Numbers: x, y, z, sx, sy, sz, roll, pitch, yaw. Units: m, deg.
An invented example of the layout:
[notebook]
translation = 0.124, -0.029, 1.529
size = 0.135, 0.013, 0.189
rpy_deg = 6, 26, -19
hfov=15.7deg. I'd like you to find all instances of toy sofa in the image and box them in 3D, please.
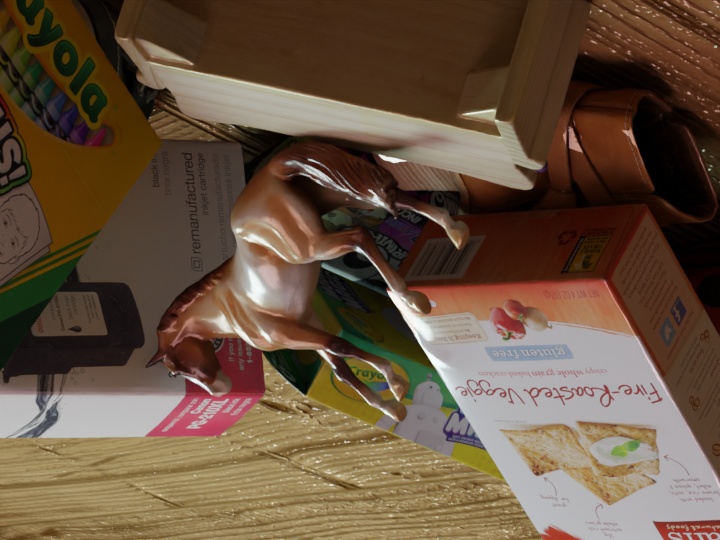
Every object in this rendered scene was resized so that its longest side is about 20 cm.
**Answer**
[toy sofa]
translation = -0.002, -0.107, 1.187
size = 0.199, 0.083, 0.098
rpy_deg = 13, 167, 17

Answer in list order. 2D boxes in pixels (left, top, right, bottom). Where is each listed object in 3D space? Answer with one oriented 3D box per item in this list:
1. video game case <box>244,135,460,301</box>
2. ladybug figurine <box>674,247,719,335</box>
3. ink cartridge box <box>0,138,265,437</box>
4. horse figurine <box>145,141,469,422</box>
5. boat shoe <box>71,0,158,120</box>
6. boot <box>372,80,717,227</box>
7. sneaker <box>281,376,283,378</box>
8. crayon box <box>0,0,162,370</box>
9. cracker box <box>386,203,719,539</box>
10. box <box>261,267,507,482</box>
[video game case]
translation = 0.000, 0.000, 1.506
size = 0.199, 0.036, 0.181
rpy_deg = 29, 142, -29
[ladybug figurine]
translation = 0.173, 0.032, 1.401
size = 0.135, 0.072, 0.199
rpy_deg = -24, -169, -38
[ink cartridge box]
translation = -0.161, 0.008, 1.378
size = 0.199, 0.146, 0.084
rpy_deg = 1, 160, -23
[horse figurine]
translation = -0.024, 0.001, 1.266
size = 0.132, 0.050, 0.201
rpy_deg = 28, 137, 10
[boat shoe]
translation = -0.144, -0.102, 1.418
size = 0.062, 0.073, 0.200
rpy_deg = -22, 163, -17
[boot]
translation = 0.113, -0.040, 1.316
size = 0.155, 0.077, 0.200
rpy_deg = 1, 149, 34
[sneaker]
translation = -0.053, -0.008, 1.601
size = 0.082, 0.077, 0.200
rpy_deg = -27, 135, 21
[crayon box]
translation = -0.201, -0.072, 1.250
size = 0.058, 0.173, 0.200
rpy_deg = 6, 140, 39
[cracker box]
translation = 0.118, 0.060, 1.303
size = 0.133, 0.058, 0.200
rpy_deg = -3, 132, 40
[box]
translation = 0.025, 0.055, 1.448
size = 0.199, 0.049, 0.117
rpy_deg = 22, -166, -23
